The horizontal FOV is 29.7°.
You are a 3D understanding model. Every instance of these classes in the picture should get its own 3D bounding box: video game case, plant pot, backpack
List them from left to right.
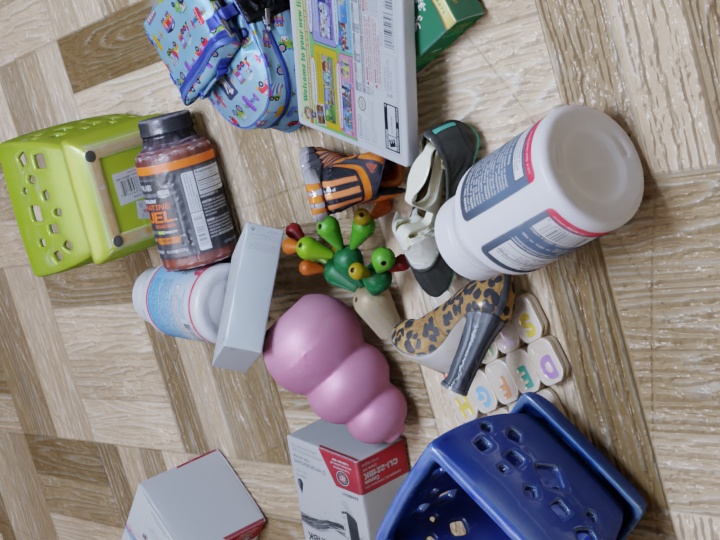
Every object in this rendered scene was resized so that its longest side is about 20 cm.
[{"bbox_3d":[-0.352,-0.111,1.877,0.181,0.200,0.200,-2,105,47],"label":"plant pot"},{"bbox_3d":[-0.136,-0.248,1.564,0.182,0.134,0.201,-32,84,56],"label":"backpack"},{"bbox_3d":[-0.008,-0.226,1.422,0.182,0.022,0.201,27,130,43],"label":"video game case"},{"bbox_3d":[0.161,0.256,1.382,0.200,0.179,0.200,45,139,20],"label":"plant pot"}]

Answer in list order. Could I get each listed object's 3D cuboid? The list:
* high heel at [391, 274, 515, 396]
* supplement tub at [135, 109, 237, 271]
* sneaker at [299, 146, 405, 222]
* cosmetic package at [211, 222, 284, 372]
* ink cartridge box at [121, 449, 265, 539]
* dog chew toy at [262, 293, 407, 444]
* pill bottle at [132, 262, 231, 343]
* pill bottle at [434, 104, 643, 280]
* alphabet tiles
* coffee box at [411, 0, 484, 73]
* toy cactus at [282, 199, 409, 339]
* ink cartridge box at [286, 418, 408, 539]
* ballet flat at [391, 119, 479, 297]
[{"bbox_3d":[0.102,0.042,1.469,0.143,0.071,0.200,-65,24,5],"label":"high heel"},{"bbox_3d":[-0.234,-0.107,1.791,0.107,0.107,0.201,0,108,53],"label":"supplement tub"},{"bbox_3d":[-0.007,-0.103,1.519,0.200,0.112,0.078,-108,5,-72],"label":"sneaker"},{"bbox_3d":[-0.141,0.038,1.674,0.200,0.051,0.151,134,148,-76],"label":"cosmetic package"},{"bbox_3d":[-0.259,0.401,2.059,0.145,0.145,0.200,51,142,23],"label":"ink cartridge box"},{"bbox_3d":[-0.023,0.125,1.623,0.200,0.125,0.125,46,143,-1],"label":"dog chew toy"},{"bbox_3d":[-0.230,0.040,1.861,0.200,0.108,0.109,5,111,52],"label":"pill bottle"},{"bbox_3d":[0.159,-0.064,1.277,0.200,0.119,0.120,-31,82,55],"label":"pill bottle"},{"bbox_3d":[0.145,0.097,1.472,0.200,0.015,0.196,-34,80,54],"label":"alphabet tiles"},{"bbox_3d":[0.035,-0.265,1.400,0.200,0.044,0.123,-33,81,55],"label":"coffee box"},{"bbox_3d":[0.000,0.000,1.569,0.200,0.102,0.165,-3,124,51],"label":"toy cactus"},{"bbox_3d":[-0.006,0.299,1.720,0.144,0.084,0.201,12,118,49],"label":"ink cartridge box"},{"bbox_3d":[0.069,-0.063,1.418,0.068,0.068,0.201,34,124,46],"label":"ballet flat"}]
